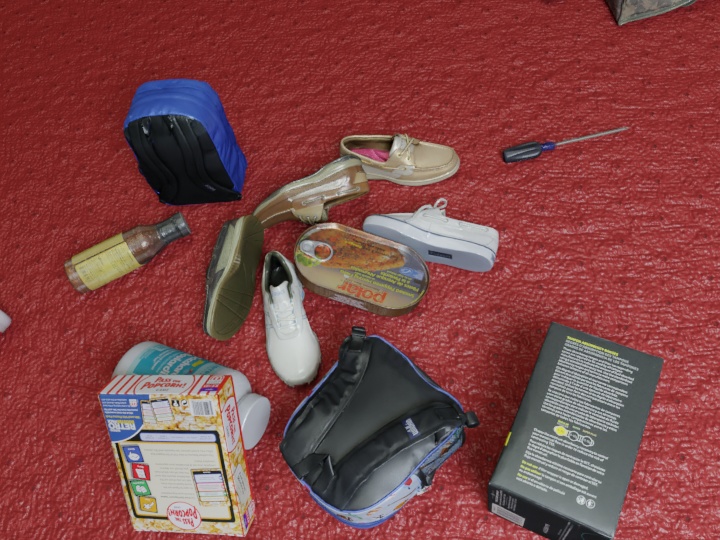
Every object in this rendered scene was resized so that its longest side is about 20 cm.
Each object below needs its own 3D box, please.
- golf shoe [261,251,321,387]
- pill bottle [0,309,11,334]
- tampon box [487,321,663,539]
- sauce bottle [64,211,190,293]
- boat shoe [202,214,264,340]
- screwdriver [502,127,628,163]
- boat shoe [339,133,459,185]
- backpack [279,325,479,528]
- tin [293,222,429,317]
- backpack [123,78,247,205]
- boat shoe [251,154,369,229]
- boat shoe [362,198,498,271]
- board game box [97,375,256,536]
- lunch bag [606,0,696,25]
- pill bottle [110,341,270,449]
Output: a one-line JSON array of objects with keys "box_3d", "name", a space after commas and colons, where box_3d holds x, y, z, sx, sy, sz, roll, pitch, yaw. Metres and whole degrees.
[{"box_3d": [-0.110, 0.064, 0.909, 0.078, 0.097, 0.200, -17, 58, -1], "name": "golf shoe"}, {"box_3d": [-0.646, 0.121, 0.976, 0.112, 0.112, 0.200, 24, 66, 24], "name": "pill bottle"}, {"box_3d": [0.237, 0.190, 0.723, 0.126, 0.150, 0.200, 19, 64, 21], "name": "tampon box"}, {"box_3d": [-0.374, -0.032, 1.043, 0.200, 0.066, 0.066, -25, 57, -5], "name": "sauce bottle"}, {"box_3d": [-0.202, 0.010, 0.982, 0.066, 0.072, 0.201, -2, 66, 35], "name": "boat shoe"}, {"box_3d": [0.326, -0.202, 1.028, 0.200, 0.029, 0.028, -10, 56, 1], "name": "screwdriver"}, {"box_3d": [0.059, -0.187, 1.045, 0.200, 0.069, 0.074, 2, 59, 13], "name": "boat shoe"}, {"box_3d": [0.008, 0.199, 0.767, 0.190, 0.154, 0.200, -38, 52, -22], "name": "backpack"}, {"box_3d": [0.000, 0.000, 0.929, 0.200, 0.042, 0.112, 19, 54, 2], "name": "tin"}, {"box_3d": [-0.294, -0.223, 1.065, 0.162, 0.200, 0.168, -8, 57, 8], "name": "backpack"}, {"box_3d": [-0.077, -0.109, 1.023, 0.200, 0.076, 0.074, -28, 84, 7], "name": "boat shoe"}, {"box_3d": [0.108, -0.066, 0.957, 0.202, 0.075, 0.086, 14, 63, 17], "name": "boat shoe"}, {"box_3d": [-0.218, 0.225, 0.778, 0.151, 0.200, 0.046, -1, 20, 11], "name": "board game box"}, {"box_3d": [0.535, -0.548, 1.143, 0.200, 0.118, 0.164, -14, 55, 9], "name": "lunch bag"}, {"box_3d": [-0.223, 0.171, 0.856, 0.200, 0.111, 0.111, 14, 62, 20], "name": "pill bottle"}]
